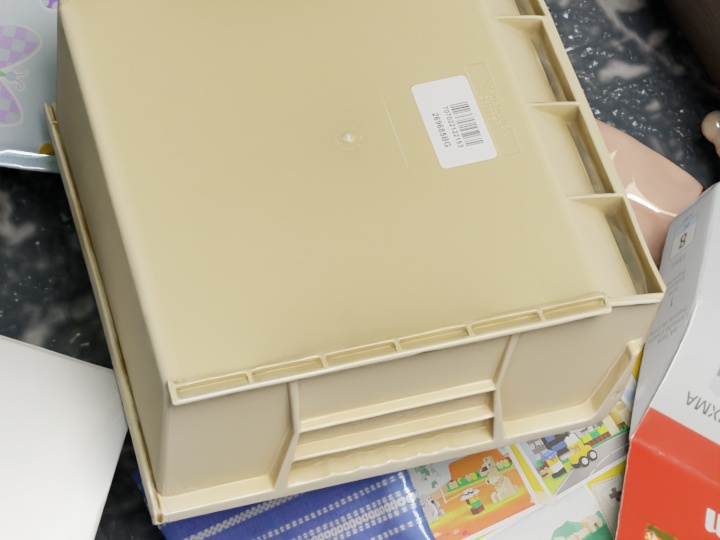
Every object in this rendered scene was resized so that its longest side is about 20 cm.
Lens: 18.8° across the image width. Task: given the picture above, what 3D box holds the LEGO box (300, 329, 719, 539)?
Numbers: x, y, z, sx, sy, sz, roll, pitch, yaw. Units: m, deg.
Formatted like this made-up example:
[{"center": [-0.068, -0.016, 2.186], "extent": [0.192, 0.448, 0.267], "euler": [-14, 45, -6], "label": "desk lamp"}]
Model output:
[{"center": [0.066, 0.115, 0.992], "extent": [0.200, 0.077, 0.149], "euler": [-24, 76, -21], "label": "LEGO box"}]

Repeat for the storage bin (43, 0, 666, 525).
[{"center": [-0.009, -0.028, 0.864], "extent": [0.198, 0.094, 0.200], "euler": [-11, 59, -13], "label": "storage bin"}]

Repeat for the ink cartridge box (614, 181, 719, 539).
[{"center": [0.201, 0.077, 0.980], "extent": [0.160, 0.047, 0.200], "euler": [29, 50, -16], "label": "ink cartridge box"}]

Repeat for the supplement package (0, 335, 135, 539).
[{"center": [-0.217, 0.120, 0.884], "extent": [0.200, 0.147, 0.191], "euler": [18, 66, -6], "label": "supplement package"}]

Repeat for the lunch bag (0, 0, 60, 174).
[{"center": [-0.108, -0.125, 0.991], "extent": [0.200, 0.127, 0.170], "euler": [8, 97, -13], "label": "lunch bag"}]

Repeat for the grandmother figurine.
[{"center": [0.160, -0.022, 1.083], "extent": [0.200, 0.061, 0.121], "euler": [29, 93, -4], "label": "grandmother figurine"}]

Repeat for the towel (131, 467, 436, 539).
[{"center": [-0.015, 0.152, 0.917], "extent": [0.024, 0.145, 0.200], "euler": [-15, 79, -50], "label": "towel"}]

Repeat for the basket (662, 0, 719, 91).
[{"center": [0.200, -0.174, 1.085], "extent": [0.136, 0.180, 0.200], "euler": [-25, 55, -7], "label": "basket"}]
